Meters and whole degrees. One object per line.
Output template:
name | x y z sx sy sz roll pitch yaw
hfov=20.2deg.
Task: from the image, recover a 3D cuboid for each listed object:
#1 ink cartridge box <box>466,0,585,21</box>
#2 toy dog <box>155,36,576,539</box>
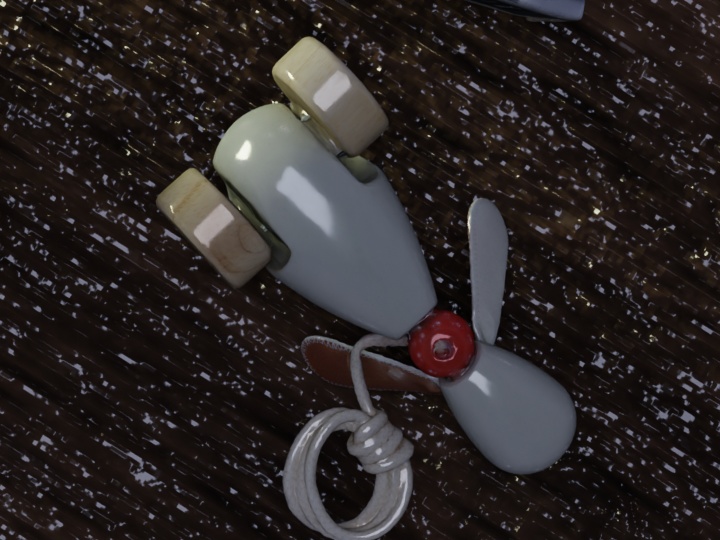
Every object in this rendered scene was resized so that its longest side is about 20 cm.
ink cartridge box | 0.024 -0.210 0.783 0.043 0.200 0.198 5 89 44
toy dog | 0.000 0.000 0.831 0.132 0.096 0.200 -23 104 -4
